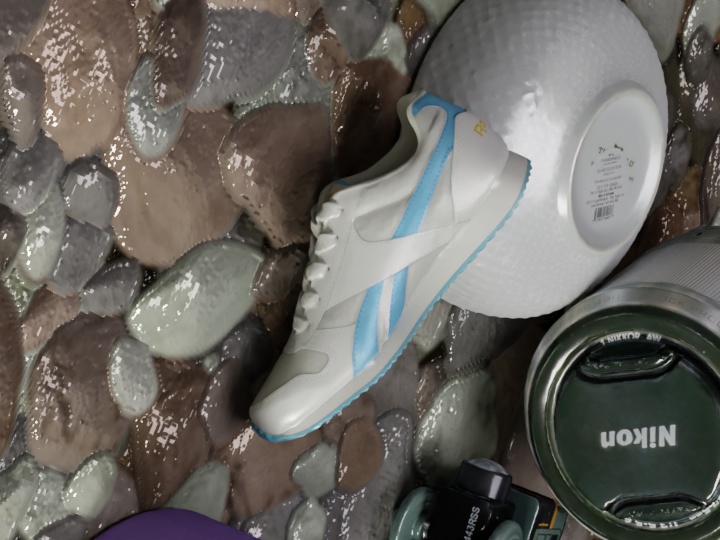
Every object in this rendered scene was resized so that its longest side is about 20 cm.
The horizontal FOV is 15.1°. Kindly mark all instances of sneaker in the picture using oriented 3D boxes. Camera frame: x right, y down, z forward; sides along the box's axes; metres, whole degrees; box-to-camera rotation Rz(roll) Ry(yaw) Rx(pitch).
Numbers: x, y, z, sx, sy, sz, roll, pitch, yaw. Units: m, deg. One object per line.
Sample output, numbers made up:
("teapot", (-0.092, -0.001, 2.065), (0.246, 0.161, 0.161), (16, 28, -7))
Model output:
("sneaker", (0.000, 0.000, 1.416), (0.081, 0.076, 0.200), (38, 87, -10))

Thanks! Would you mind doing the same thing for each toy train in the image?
("toy train", (0.056, 0.206, 1.565), (0.114, 0.085, 0.202), (11, 96, -63))

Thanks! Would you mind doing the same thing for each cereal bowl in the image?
("cereal bowl", (0.111, -0.065, 1.519), (0.200, 0.083, 0.202), (-25, 122, -46))

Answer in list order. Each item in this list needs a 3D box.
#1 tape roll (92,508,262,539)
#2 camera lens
("tape roll", (-0.098, 0.227, 1.386), (0.200, 0.065, 0.202), (-26, 124, -45))
("camera lens", (0.197, 0.067, 1.595), (0.200, 0.159, 0.161), (-31, 128, -60))
